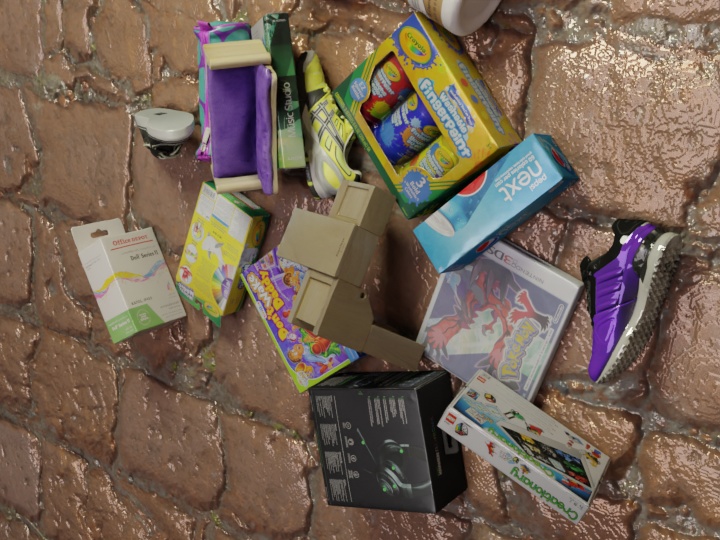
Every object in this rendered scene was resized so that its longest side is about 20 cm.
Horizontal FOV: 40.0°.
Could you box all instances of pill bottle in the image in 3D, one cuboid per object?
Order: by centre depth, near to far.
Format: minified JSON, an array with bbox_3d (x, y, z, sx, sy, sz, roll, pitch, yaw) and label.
[{"bbox_3d":[0.073,-0.379,1.190,0.199,0.114,0.115,38,120,22],"label":"pill bottle"}]

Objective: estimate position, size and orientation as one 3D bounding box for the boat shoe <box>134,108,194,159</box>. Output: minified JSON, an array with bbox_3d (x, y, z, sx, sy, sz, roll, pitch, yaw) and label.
[{"bbox_3d":[-0.291,-0.204,1.493,0.200,0.070,0.064,-147,45,-63],"label":"boat shoe"}]

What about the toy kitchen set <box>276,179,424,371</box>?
[{"bbox_3d":[0.000,0.000,1.344,0.163,0.179,0.202,19,86,55],"label":"toy kitchen set"}]

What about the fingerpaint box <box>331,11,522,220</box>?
[{"bbox_3d":[0.080,-0.195,1.254,0.166,0.073,0.201,-36,80,36],"label":"fingerpaint box"}]

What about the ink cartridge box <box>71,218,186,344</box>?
[{"bbox_3d":[-0.376,0.003,1.602,0.067,0.117,0.202,-25,87,36],"label":"ink cartridge box"}]

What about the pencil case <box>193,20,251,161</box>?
[{"bbox_3d":[-0.198,-0.256,1.429,0.084,0.092,0.203,9,106,33],"label":"pencil case"}]

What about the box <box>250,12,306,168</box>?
[{"bbox_3d":[-0.114,-0.241,1.354,0.144,0.036,0.203,-156,58,-75],"label":"box"}]

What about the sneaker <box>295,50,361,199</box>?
[{"bbox_3d":[-0.046,-0.202,1.358,0.075,0.075,0.203,-9,93,4],"label":"sneaker"}]

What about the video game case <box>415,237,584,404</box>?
[{"bbox_3d":[0.173,0.062,1.280,0.181,0.023,0.202,32,118,26],"label":"video game case"}]

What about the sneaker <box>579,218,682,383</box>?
[{"bbox_3d":[0.297,0.031,1.162,0.099,0.069,0.202,31,114,33],"label":"sneaker"}]

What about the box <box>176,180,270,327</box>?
[{"bbox_3d":[-0.217,-0.024,1.524,0.117,0.048,0.202,36,117,27],"label":"box"}]

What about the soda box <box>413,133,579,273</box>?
[{"bbox_3d":[0.163,-0.080,1.211,0.199,0.064,0.068,-39,74,27],"label":"soda box"}]

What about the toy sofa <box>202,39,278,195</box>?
[{"bbox_3d":[-0.160,-0.197,1.322,0.098,0.082,0.202,-114,22,-49],"label":"toy sofa"}]

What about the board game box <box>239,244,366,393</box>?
[{"bbox_3d":[-0.079,0.060,1.448,0.134,0.045,0.202,-34,81,37],"label":"board game box"}]

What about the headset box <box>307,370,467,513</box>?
[{"bbox_3d":[0.042,0.234,1.372,0.198,0.092,0.176,-6,97,36],"label":"headset box"}]

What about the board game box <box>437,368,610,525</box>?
[{"bbox_3d":[0.202,0.210,1.210,0.199,0.126,0.035,35,118,13],"label":"board game box"}]
